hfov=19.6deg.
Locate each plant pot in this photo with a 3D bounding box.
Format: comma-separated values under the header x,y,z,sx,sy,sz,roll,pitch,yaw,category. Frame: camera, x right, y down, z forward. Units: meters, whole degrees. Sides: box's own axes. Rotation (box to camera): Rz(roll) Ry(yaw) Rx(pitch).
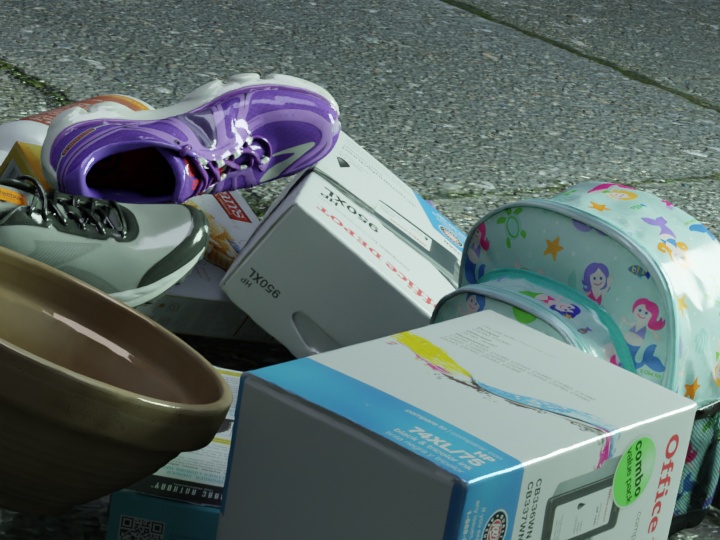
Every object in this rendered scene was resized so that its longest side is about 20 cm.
x,y,z,sx,sy,sz,roll,pitch,yaw,category
-0.173,0.061,1.059,0.201,0.093,0.201,25,9,-4,plant pot

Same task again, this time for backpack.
x,y,z,sx,sy,sz,roll,pitch,yaw,category
0.129,0.052,1.229,0.150,0.200,0.177,-9,27,-45,backpack

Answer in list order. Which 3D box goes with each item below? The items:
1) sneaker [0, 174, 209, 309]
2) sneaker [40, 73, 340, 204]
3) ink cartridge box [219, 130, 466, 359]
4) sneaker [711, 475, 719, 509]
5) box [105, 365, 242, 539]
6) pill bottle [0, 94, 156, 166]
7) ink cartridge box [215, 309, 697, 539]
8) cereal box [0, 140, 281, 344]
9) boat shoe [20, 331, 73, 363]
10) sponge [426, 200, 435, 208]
x,y,z,sx,sy,sz,roll,pitch,yaw,category
-0.188,-0.019,1.259,0.200,0.079,0.074,-6,38,-17,sneaker
-0.103,-0.070,1.344,0.200,0.081,0.083,-13,30,-17,sneaker
0.000,0.000,1.414,0.145,0.084,0.200,40,19,-5,ink cartridge box
0.242,0.094,1.345,0.083,0.081,0.200,16,18,-22,sneaker
-0.087,0.111,1.175,0.082,0.049,0.200,10,18,1,box
-0.221,-0.060,1.513,0.112,0.112,0.200,17,20,21,pill bottle
0.047,0.124,1.057,0.146,0.147,0.200,23,23,36,ink cartridge box
-0.136,-0.016,1.413,0.200,0.040,0.144,8,37,-46,cereal box
-0.186,0.064,1.246,0.072,0.065,0.200,-2,1,-6,boat shoe
0.017,-0.020,1.651,0.111,0.030,0.200,7,19,-10,sponge
